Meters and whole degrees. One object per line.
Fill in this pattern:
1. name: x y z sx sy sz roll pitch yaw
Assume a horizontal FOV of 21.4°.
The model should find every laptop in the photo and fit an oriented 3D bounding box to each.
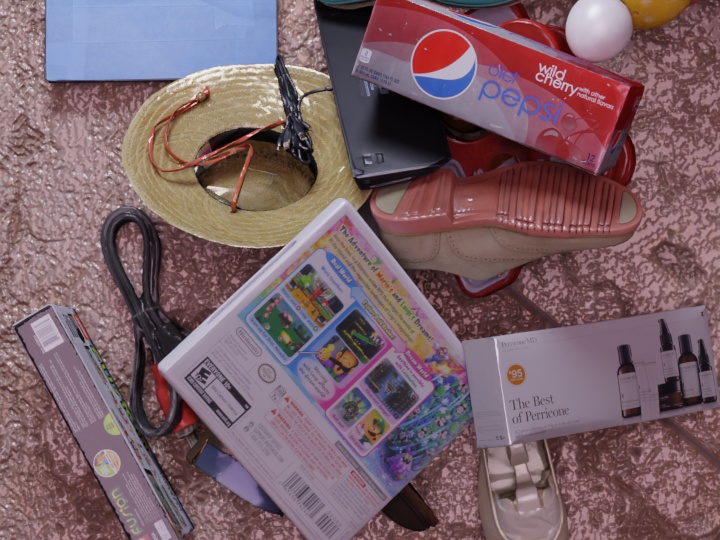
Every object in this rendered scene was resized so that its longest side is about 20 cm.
1. laptop: -0.158 -0.260 1.466 0.186 0.201 0.116 -1 46 0

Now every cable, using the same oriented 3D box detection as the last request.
1. cable: -0.159 0.051 1.496 0.097 0.050 0.201 -33 76 3

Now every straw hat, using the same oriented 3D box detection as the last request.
1. straw hat: -0.080 -0.066 1.465 0.199 0.085 0.202 0 50 0

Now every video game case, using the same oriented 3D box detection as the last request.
1. video game case: -0.020 0.080 1.391 0.182 0.024 0.200 -43 111 -9

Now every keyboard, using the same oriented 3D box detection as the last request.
1. keyboard: -0.008 -0.137 1.453 0.126 0.021 0.201 -9 49 -4

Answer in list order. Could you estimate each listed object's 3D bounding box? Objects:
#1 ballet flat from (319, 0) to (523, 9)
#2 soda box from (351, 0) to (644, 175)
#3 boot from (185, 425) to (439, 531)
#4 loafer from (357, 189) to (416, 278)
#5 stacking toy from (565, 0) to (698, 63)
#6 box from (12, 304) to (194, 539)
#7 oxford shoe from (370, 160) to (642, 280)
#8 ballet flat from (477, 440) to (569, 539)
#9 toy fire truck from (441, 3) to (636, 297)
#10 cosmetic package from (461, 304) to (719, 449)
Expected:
1. ballet flat: 0.052 -0.238 1.459 0.199 0.062 0.068 4 117 26
2. soda box: 0.099 -0.138 1.377 0.199 0.063 0.070 24 102 14
3. boot: -0.038 0.159 1.460 0.200 0.075 0.097 40 87 -9
4. loafer: 0.000 0.000 1.459 0.070 0.070 0.201 22 94 25
5. stacking toy: 0.216 -0.229 1.421 0.146 0.146 0.201 33 64 2
6. box: -0.193 0.122 1.449 0.035 0.110 0.201 -29 87 -1
7. oxford shoe: 0.110 -0.032 1.399 0.198 0.074 0.071 3 45 18
8. ballet flat: 0.121 0.154 1.469 0.069 0.069 0.202 -12 87 0
9. toy fire truck: 0.107 -0.099 1.470 0.167 0.112 0.201 -29 86 17
10. cosmetic package: 0.177 0.079 1.437 0.199 0.051 0.083 -8 85 -29
